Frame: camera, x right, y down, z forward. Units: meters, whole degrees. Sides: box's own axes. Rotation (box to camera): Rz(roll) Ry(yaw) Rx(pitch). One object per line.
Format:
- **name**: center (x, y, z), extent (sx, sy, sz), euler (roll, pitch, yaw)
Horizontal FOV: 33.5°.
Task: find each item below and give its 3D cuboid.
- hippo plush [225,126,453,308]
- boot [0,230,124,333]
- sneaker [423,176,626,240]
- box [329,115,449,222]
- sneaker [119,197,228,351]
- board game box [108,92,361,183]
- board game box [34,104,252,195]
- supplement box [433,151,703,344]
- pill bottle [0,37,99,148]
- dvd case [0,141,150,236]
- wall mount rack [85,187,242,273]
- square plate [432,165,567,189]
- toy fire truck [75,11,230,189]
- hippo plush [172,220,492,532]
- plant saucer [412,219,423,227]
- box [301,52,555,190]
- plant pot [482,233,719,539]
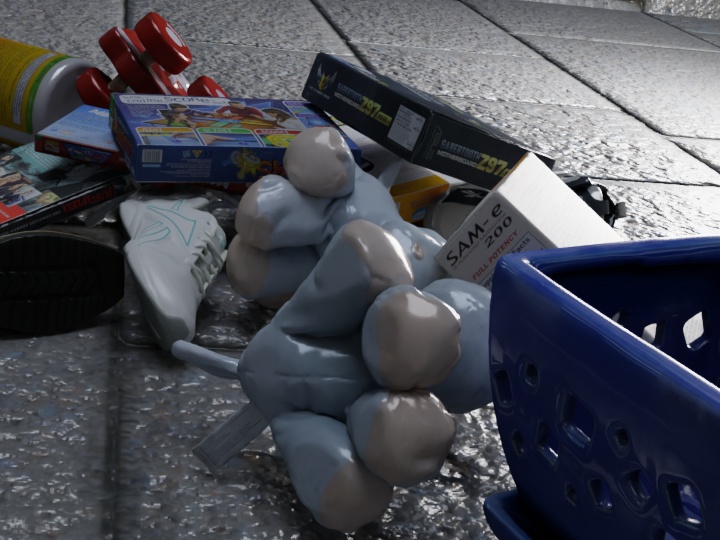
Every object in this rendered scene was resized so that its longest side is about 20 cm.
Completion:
- **hippo plush**: center (0.000, 0.000, 0.948), extent (0.161, 0.160, 0.199), euler (43, 12, 22)
- **boot**: center (-0.293, -0.006, 0.916), extent (0.198, 0.079, 0.138), euler (-4, 18, -30)
- **sneaker**: center (0.166, -0.051, 1.122), extent (0.197, 0.081, 0.129), euler (5, -10, -33)
- **box**: center (-0.025, -0.103, 1.163), extent (0.199, 0.042, 0.118), euler (32, 32, 33)
- **sneaker**: center (-0.142, -0.011, 0.935), extent (0.079, 0.071, 0.201), euler (-15, 32, -6)
- **board game box**: center (-0.114, -0.118, 1.060), extent (0.197, 0.035, 0.136), euler (-1, 26, -21)
- **board game box**: center (-0.183, -0.112, 1.092), extent (0.197, 0.020, 0.103), euler (13, 26, 9)
- **supplement box**: center (0.161, 0.017, 0.877), extent (0.200, 0.074, 0.126), euler (44, 26, 3)
- **pill bottle**: center (-0.384, -0.195, 1.316), extent (0.198, 0.113, 0.111), euler (18, 23, 26)
- **dvd case**: center (-0.300, -0.078, 1.096), extent (0.199, 0.022, 0.145), euler (-28, 36, -29)
- **wall mount rack**: center (-0.148, -0.055, 1.097), extent (0.172, 0.076, 0.200), euler (-2, 22, -32)
- **square plate**: center (0.088, -0.119, 1.295), extent (0.196, 0.029, 0.199), euler (-9, 26, -36)
- **toy fire truck**: center (-0.198, -0.179, 1.282), extent (0.201, 0.112, 0.168), euler (51, 12, -2)
- **hippo plush**: center (0.018, 0.078, 0.736), extent (0.160, 0.199, 0.161), euler (11, 52, -47)
- **plant saucer**: center (0.029, -0.082, 1.270), extent (0.197, 0.037, 0.200), euler (11, 21, 11)
- **box**: center (0.059, -0.132, 1.096), extent (0.156, 0.052, 0.200), euler (15, 15, -37)
- **plant pot**: center (0.187, 0.101, 0.640), extent (0.198, 0.182, 0.200), euler (-5, 23, -30)
